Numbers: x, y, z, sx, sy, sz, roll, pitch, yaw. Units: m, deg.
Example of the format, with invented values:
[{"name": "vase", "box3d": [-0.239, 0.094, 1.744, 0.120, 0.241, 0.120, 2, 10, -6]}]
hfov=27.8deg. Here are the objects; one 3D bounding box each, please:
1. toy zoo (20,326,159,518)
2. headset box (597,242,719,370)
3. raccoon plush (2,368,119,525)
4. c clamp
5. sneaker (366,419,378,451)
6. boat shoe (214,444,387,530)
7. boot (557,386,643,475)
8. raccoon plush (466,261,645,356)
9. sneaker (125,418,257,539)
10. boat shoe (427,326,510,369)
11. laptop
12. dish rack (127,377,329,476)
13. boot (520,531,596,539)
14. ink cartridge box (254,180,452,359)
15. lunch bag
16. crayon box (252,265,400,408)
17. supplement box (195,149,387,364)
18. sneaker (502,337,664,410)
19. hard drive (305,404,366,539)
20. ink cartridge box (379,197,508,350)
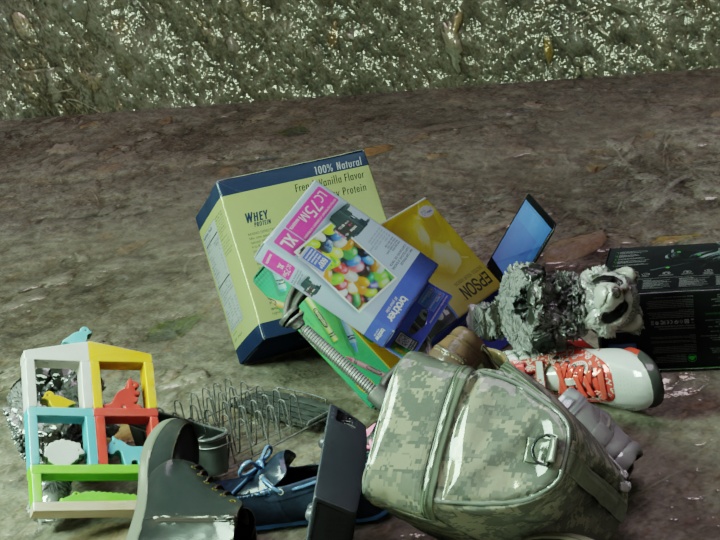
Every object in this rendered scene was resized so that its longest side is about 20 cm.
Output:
[{"name": "toy zoo", "box3d": [-0.262, 0.144, 1.418, 0.131, 0.200, 0.020, 4, -32, -23]}, {"name": "headset box", "box3d": [0.366, 0.035, 1.665, 0.174, 0.093, 0.200, -3, 17, 15]}, {"name": "raccoon plush", "box3d": [-0.311, 0.193, 1.492, 0.096, 0.134, 0.200, 3, 53, 10]}, {"name": "c clamp", "box3d": [-0.009, 0.080, 1.534, 0.200, 0.027, 0.171, 46, 53, 14]}, {"name": "sneaker", "box3d": [0.042, 0.171, 1.385, 0.095, 0.079, 0.200, -19, 2, -2]}, {"name": "boat shoe", "box3d": [-0.067, 0.196, 1.363, 0.199, 0.069, 0.084, -7, 16, 4]}, {"name": "boot", "box3d": [0.211, 0.165, 1.364, 0.074, 0.096, 0.200, -47, -10, 1]}, {"name": "raccoon plush", "box3d": [0.213, 0.031, 1.563, 0.134, 0.097, 0.200, -4, 8, -21]}, {"name": "sneaker", "box3d": [-0.140, 0.204, 1.297, 0.106, 0.075, 0.200, -14, 37, 12]}, {"name": "boat shoe", "box3d": [0.121, 0.112, 1.376, 0.075, 0.075, 0.202, 27, -11, 28]}, {"name": "laptop", "box3d": [0.150, -0.020, 1.929, 0.199, 0.104, 0.177, -8, 16, -3]}, {"name": "dish rack", "box3d": [-0.133, 0.157, 1.553, 0.153, 0.055, 0.200, 10, 24, 44]}, {"name": "boot", "box3d": [0.142, 0.263, 1.051, 0.150, 0.073, 0.200, -20, 26, -36]}, {"name": "ink cartridge box", "box3d": [0.000, 0.000, 1.561, 0.200, 0.042, 0.119, 36, 49, 1]}, {"name": "lunch bag", "box3d": [0.120, 0.160, 1.190, 0.167, 0.140, 0.200, 11, -16, 28]}, {"name": "crayon box", "box3d": [-0.013, 0.047, 1.638, 0.058, 0.200, 0.119, -46, -5, 32]}, {"name": "supplement box", "box3d": [-0.072, -0.016, 1.780, 0.199, 0.200, 0.134, -14, -12, -22]}, {"name": "sneaker", "box3d": [0.220, 0.116, 1.513, 0.108, 0.067, 0.201, -16, 15, -22]}, {"name": "hard drive", "box3d": [-0.025, 0.205, 1.217, 0.042, 0.135, 0.200, 10, 15, 0]}, {"name": "ink cartridge box", "box3d": [0.085, 0.024, 1.675, 0.047, 0.200, 0.198, -48, -9, 33]}]
